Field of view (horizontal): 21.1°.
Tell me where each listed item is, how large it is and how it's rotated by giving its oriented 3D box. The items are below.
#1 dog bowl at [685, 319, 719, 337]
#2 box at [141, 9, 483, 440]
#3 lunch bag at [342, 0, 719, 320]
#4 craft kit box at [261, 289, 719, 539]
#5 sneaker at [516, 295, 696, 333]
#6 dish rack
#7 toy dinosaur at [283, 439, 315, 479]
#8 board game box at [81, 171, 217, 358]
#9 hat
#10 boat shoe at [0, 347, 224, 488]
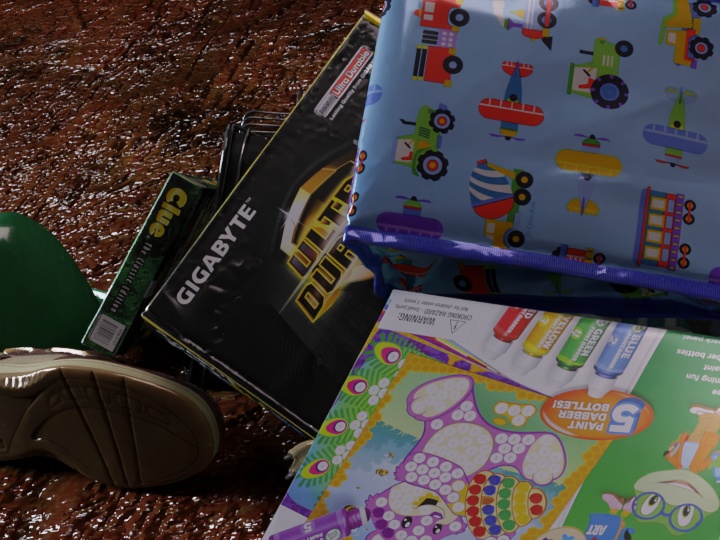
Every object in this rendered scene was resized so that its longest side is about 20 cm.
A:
[{"bbox_3d":[0.250,-0.020,0.934,0.198,0.202,0.059,-10,-13,0],"label":"dog bowl"},{"bbox_3d":[0.010,-0.009,0.987,0.159,0.049,0.201,34,80,17],"label":"box"},{"bbox_3d":[0.106,-0.061,0.906,0.198,0.152,0.094,6,-17,15],"label":"lunch bag"},{"bbox_3d":[0.061,0.107,0.792,0.199,0.049,0.198,7,57,33],"label":"craft kit box"},{"bbox_3d":[0.150,0.041,0.974,0.093,0.071,0.199,28,27,34],"label":"sneaker"},{"bbox_3d":[-0.059,-0.024,1.141,0.054,0.155,0.200,11,18,-2],"label":"dish rack"},{"bbox_3d":[0.017,0.109,0.891,0.100,0.058,0.201,1,48,26],"label":"toy dinosaur"},{"bbox_3d":[-0.113,-0.006,1.118,0.023,0.105,0.200,30,3,0],"label":"board game box"},{"bbox_3d":[-0.231,-0.029,1.194,0.165,0.178,0.200,-22,24,-28],"label":"hat"},{"bbox_3d":[-0.146,0.070,1.064,0.199,0.073,0.072,-1,23,37],"label":"boat shoe"}]
